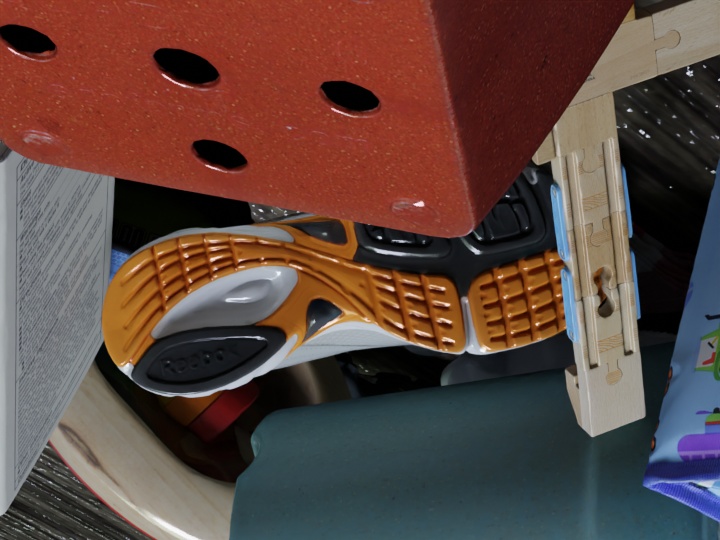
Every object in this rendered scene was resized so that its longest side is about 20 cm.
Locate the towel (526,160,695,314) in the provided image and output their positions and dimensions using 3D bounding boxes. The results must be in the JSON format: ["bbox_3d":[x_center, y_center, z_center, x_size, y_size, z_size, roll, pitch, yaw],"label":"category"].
[{"bbox_3d":[0.030,-0.033,0.956,0.144,0.023,0.200,-8,145,46],"label":"towel"}]

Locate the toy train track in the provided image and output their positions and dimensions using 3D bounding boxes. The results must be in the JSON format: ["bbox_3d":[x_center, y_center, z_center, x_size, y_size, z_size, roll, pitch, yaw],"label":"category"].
[{"bbox_3d":[0.073,-0.035,0.804,0.033,0.114,0.201,-135,30,-56],"label":"toy train track"}]

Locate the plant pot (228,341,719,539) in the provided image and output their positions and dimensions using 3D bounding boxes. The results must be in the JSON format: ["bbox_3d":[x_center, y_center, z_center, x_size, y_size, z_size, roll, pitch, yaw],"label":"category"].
[{"bbox_3d":[0.060,0.125,0.930,0.195,0.201,0.200,-4,151,15],"label":"plant pot"}]

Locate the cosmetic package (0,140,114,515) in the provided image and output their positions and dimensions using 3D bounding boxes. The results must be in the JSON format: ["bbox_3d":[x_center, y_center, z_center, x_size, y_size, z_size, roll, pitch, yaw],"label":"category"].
[{"bbox_3d":[-0.138,-0.015,0.838,0.073,0.104,0.200,19,139,8],"label":"cosmetic package"}]

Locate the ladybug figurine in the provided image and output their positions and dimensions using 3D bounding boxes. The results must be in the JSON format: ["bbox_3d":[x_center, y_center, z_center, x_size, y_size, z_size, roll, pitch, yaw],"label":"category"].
[{"bbox_3d":[-0.087,0.051,1.050,0.200,0.136,0.072,50,146,2],"label":"ladybug figurine"}]

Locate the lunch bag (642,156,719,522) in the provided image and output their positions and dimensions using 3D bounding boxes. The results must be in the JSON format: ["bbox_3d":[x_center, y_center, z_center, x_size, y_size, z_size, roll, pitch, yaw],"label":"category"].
[{"bbox_3d":[0.203,0.007,0.763,0.094,0.151,0.200,29,154,-27],"label":"lunch bag"}]

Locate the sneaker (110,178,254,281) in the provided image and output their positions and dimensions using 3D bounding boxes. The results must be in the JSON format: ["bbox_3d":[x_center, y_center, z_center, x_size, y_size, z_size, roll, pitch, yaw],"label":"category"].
[{"bbox_3d":[-0.135,-0.035,0.959,0.199,0.079,0.089,13,147,-8],"label":"sneaker"}]

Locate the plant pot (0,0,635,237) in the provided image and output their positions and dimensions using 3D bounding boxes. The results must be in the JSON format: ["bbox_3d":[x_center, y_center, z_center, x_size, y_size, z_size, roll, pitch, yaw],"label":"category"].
[{"bbox_3d":[-0.019,-0.123,0.595,0.199,0.177,0.200,11,156,14],"label":"plant pot"}]

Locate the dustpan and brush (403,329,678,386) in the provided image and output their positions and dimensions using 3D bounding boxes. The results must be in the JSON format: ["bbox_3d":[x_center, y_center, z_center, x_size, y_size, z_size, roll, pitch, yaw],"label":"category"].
[{"bbox_3d":[0.074,0.046,1.022,0.139,0.058,0.200,-19,165,36],"label":"dustpan and brush"}]

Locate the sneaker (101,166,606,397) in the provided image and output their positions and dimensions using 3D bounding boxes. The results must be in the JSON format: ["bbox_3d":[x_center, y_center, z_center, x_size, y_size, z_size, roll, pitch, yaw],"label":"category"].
[{"bbox_3d":[0.000,0.000,0.913,0.199,0.076,0.092,-8,-178,-1],"label":"sneaker"}]

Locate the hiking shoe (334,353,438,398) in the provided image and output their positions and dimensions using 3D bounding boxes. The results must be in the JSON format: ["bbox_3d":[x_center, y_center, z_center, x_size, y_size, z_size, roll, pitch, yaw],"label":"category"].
[{"bbox_3d":[0.008,0.095,1.146,0.199,0.087,0.074,28,-170,-11],"label":"hiking shoe"}]
